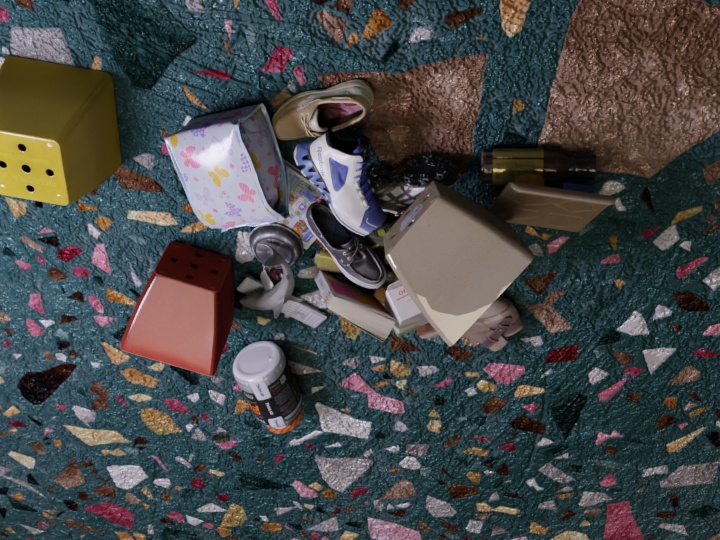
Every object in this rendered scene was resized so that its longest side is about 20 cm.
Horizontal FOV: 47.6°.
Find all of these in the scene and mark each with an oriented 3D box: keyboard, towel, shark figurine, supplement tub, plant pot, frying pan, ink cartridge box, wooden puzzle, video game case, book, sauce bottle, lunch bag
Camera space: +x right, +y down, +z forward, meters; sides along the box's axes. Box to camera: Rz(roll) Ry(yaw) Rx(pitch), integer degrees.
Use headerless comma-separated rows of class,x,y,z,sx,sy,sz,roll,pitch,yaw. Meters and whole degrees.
keyboard,-0.167,0.069,1.738,0.197,0.011,0.056,28,133,-20
towel,0.000,0.000,1.605,0.196,0.023,0.144,15,170,-2
shark figurine,-0.165,0.044,1.634,0.126,0.091,0.215,17,143,-11
supplement tub,-0.204,0.269,1.855,0.120,0.124,0.203,-7,129,15
plant pot,-0.553,-0.231,1.442,0.195,0.178,0.203,9,132,1
frying pan,-0.194,-0.028,1.647,0.114,0.031,0.189,38,130,-23
ink cartridge box,0.110,0.058,1.564,0.115,0.068,0.200,-25,166,-6
plant pot,0.145,-0.033,1.372,0.176,0.200,0.200,41,102,-10
wooden puzzle,0.323,-0.120,1.422,0.181,0.047,0.200,8,168,-4
video game case,-0.146,-0.137,1.561,0.198,0.018,0.143,33,128,-18
book,-0.016,0.060,1.598,0.132,0.200,0.049,28,98,-15
sauce bottle,0.307,-0.178,1.416,0.195,0.065,0.066,3,132,9
lunch bag,-0.224,-0.174,1.448,0.166,0.127,0.204,-6,116,28
plant pot,-0.354,0.061,1.666,0.196,0.201,0.179,17,119,-6

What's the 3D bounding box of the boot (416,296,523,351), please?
boot,0.233,0.119,1.688,0.146,0.071,0.199,38,127,-25

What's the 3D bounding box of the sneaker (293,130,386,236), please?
sneaker,-0.013,-0.160,1.395,0.114,0.081,0.200,-31,109,37

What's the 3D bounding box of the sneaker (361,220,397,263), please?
sneaker,0.041,-0.058,1.567,0.196,0.077,0.076,20,141,17

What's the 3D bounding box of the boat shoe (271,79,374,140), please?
boat shoe,-0.071,-0.267,1.401,0.197,0.067,0.074,-19,126,24

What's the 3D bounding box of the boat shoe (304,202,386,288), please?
boat shoe,-0.027,-0.050,1.504,0.201,0.070,0.066,50,170,4

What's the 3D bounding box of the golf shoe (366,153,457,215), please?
golf shoe,0.088,-0.150,1.480,0.196,0.079,0.095,-4,140,23
